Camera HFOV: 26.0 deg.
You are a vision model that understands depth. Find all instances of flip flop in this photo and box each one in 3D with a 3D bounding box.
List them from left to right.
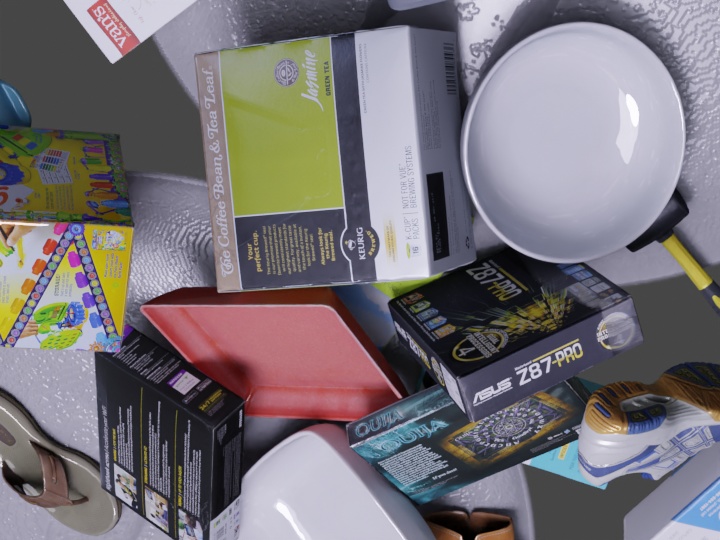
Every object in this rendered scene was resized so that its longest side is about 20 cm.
[{"bbox_3d":[-0.329,0.201,1.580,0.081,0.058,0.200,-40,102,23],"label":"flip flop"}]

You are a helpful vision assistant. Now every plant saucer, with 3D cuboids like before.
[{"bbox_3d":[-0.066,0.071,1.395,0.198,0.037,0.200,-1,147,29],"label":"plant saucer"}]

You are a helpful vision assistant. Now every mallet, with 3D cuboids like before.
[{"bbox_3d":[0.311,0.001,1.389,0.200,0.041,0.066,41,112,-14],"label":"mallet"}]

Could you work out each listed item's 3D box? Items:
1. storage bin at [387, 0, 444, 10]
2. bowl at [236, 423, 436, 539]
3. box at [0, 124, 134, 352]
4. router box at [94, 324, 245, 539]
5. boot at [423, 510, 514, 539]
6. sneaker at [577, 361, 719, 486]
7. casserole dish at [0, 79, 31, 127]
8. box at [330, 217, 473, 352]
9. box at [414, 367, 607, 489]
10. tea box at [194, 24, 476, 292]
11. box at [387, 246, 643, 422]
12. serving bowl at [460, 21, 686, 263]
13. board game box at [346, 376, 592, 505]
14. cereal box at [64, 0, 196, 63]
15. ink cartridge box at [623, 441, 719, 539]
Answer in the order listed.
[{"bbox_3d":[0.060,-0.303,1.217,0.144,0.201,0.135,-11,123,15],"label":"storage bin"},{"bbox_3d":[-0.021,0.250,1.504,0.200,0.074,0.200,50,130,6],"label":"bowl"},{"bbox_3d":[-0.304,-0.035,1.361,0.190,0.200,0.123,4,117,-15],"label":"box"},{"bbox_3d":[-0.182,0.167,1.483,0.148,0.051,0.201,30,137,23],"label":"router box"},{"bbox_3d":[0.068,0.317,1.548,0.197,0.077,0.157,-3,115,9],"label":"boot"},{"bbox_3d":[0.278,0.141,1.407,0.198,0.075,0.089,-5,127,-24],"label":"sneaker"},{"bbox_3d":[-0.402,-0.117,1.462,0.198,0.039,0.122,-20,110,17],"label":"casserole dish"},{"bbox_3d":[0.000,0.000,1.435,0.121,0.048,0.201,35,115,-5],"label":"box"},{"bbox_3d":[0.149,0.131,1.466,0.198,0.049,0.083,17,116,2],"label":"box"},{"bbox_3d":[-0.019,-0.092,1.307,0.195,0.133,0.203,-3,95,21],"label":"tea box"},{"bbox_3d":[0.126,0.044,1.321,0.160,0.200,0.050,-22,111,-8],"label":"box"},{"bbox_3d":[0.173,-0.111,1.326,0.198,0.066,0.203,-3,102,-13],"label":"serving bowl"},{"bbox_3d":[0.104,0.139,1.400,0.198,0.028,0.135,-25,138,18],"label":"board game box"},{"bbox_3d":[-0.181,-0.292,1.340,0.199,0.040,0.144,-33,103,22],"label":"cereal box"},{"bbox_3d":[0.368,0.271,1.470,0.199,0.084,0.145,39,115,-9],"label":"ink cartridge box"}]
